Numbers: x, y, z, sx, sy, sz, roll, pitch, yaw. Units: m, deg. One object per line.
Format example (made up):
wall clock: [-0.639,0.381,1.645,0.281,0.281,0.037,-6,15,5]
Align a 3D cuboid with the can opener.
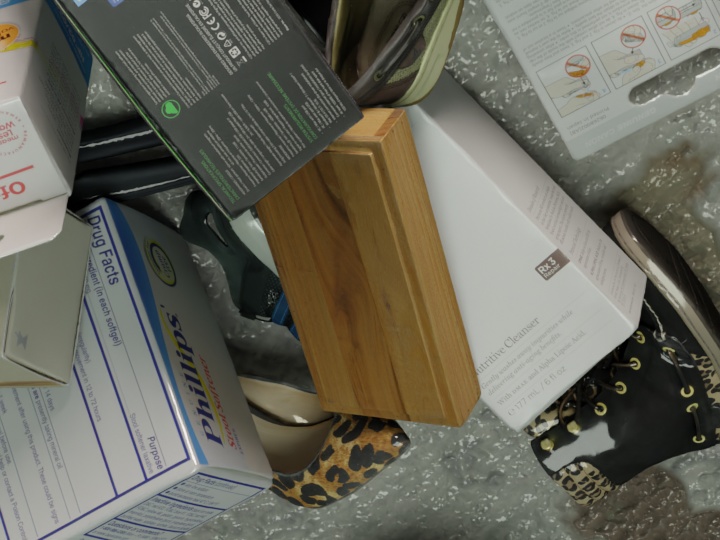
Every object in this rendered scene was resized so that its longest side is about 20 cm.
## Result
can opener: [-0.160,-0.063,1.139,0.198,0.079,0.064,-8,116,-9]

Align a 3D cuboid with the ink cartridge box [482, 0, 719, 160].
ink cartridge box: [0.151,-0.182,1.090,0.161,0.050,0.201,-26,126,13]

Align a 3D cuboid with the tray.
tray: [0.000,0.000,1.089,0.098,0.037,0.202,4,127,30]

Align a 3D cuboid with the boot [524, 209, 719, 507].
boot: [0.169,0.065,1.238,0.150,0.074,0.200,-30,126,16]

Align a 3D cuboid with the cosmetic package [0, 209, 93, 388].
cosmetic package: [-0.263,0.014,1.107,0.198,0.106,0.071,-1,162,26]

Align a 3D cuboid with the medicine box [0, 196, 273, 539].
medicine box: [-0.182,0.089,1.151,0.199,0.184,0.103,-29,158,15]

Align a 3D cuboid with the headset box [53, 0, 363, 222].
headset box: [-0.104,-0.150,1.006,0.092,0.200,0.175,-37,121,1]

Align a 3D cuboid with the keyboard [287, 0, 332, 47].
keyboard: [-0.015,-0.206,1.070,0.104,0.040,0.200,-30,112,24]

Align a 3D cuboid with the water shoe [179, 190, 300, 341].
water shoe: [-0.037,0.010,1.202,0.078,0.072,0.201,-9,130,37]

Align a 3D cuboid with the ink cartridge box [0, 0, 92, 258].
ink cartridge box: [-0.219,-0.080,1.038,0.114,0.201,0.068,-18,123,8]

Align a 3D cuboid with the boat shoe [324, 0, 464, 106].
boat shoe: [0.028,-0.178,1.006,0.073,0.065,0.202,25,117,28]

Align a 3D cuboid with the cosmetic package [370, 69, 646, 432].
cosmetic package: [0.066,-0.017,1.136,0.200,0.081,0.113,42,116,-8]

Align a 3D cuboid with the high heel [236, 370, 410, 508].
high heel: [-0.070,0.088,1.191,0.142,0.072,0.199,39,152,-29]
